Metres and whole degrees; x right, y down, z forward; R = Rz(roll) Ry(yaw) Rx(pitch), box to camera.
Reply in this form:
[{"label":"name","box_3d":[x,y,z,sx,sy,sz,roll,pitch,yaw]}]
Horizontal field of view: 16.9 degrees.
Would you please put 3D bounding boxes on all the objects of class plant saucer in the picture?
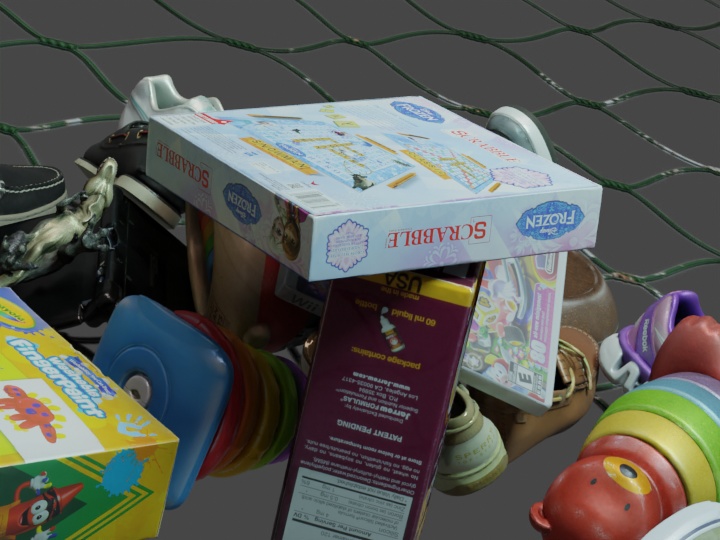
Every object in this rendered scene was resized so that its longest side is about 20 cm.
[{"label":"plant saucer","box_3d":[0.114,0.002,1.923,0.199,0.035,0.200,13,21,-5]}]

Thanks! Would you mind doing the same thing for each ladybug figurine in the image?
[{"label":"ladybug figurine","box_3d":[-0.072,-0.018,1.619,0.071,0.136,0.201,2,44,-14]}]

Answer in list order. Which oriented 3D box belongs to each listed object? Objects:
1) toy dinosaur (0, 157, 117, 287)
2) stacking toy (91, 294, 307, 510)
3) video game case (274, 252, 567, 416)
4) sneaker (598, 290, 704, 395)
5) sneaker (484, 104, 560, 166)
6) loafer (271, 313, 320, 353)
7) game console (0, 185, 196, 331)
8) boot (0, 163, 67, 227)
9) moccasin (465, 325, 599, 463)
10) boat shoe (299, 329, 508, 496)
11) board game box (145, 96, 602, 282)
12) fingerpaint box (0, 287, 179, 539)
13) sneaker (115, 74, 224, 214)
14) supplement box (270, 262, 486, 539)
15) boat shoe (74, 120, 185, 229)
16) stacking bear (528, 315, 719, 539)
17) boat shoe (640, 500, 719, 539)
[{"label":"toy dinosaur","box_3d":[-0.217,-0.010,1.594,0.200,0.048,0.088,-37,11,-30]},{"label":"stacking toy","box_3d":[-0.072,0.089,1.527,0.199,0.110,0.116,13,13,-48]},{"label":"video game case","box_3d":[0.044,-0.001,1.588,0.199,0.018,0.144,25,48,-17]},{"label":"sneaker","box_3d":[0.259,0.089,1.698,0.200,0.089,0.080,45,28,24]},{"label":"sneaker","box_3d":[0.079,-0.011,1.734,0.120,0.201,0.083,-24,34,-37]},{"label":"loafer","box_3d":[0.000,0.000,1.679,0.199,0.071,0.068,-16,-15,13]},{"label":"game console","box_3d":[-0.187,0.033,1.669,0.176,0.116,0.200,41,15,-19]},{"label":"boot","box_3d":[-0.296,-0.107,1.749,0.199,0.152,0.073,-4,18,-35]},{"label":"moccasin","box_3d":[0.118,0.072,1.690,0.073,0.078,0.201,25,24,25]},{"label":"boat shoe","box_3d":[0.022,0.077,1.596,0.073,0.063,0.201,-32,38,-15]},{"label":"board game box","box_3d":[0.005,-0.053,1.428,0.198,0.041,0.200,-6,23,-31]},{"label":"fingerpaint box","box_3d":[-0.232,0.091,1.420,0.166,0.074,0.200,-6,30,-41]},{"label":"sneaker","box_3d":[-0.124,-0.091,1.931,0.200,0.081,0.070,31,25,32]},{"label":"supplement box","box_3d":[0.012,0.075,1.447,0.085,0.201,0.110,14,20,4]},{"label":"boat shoe","box_3d":[-0.162,-0.075,1.817,0.074,0.063,0.201,38,-9,-19]},{"label":"stacking bear","box_3d":[0.187,0.132,1.553,0.121,0.114,0.200,42,40,15]},{"label":"boat shoe","box_3d":[0.243,0.185,1.509,0.199,0.072,0.062,-3,25,-44]}]
